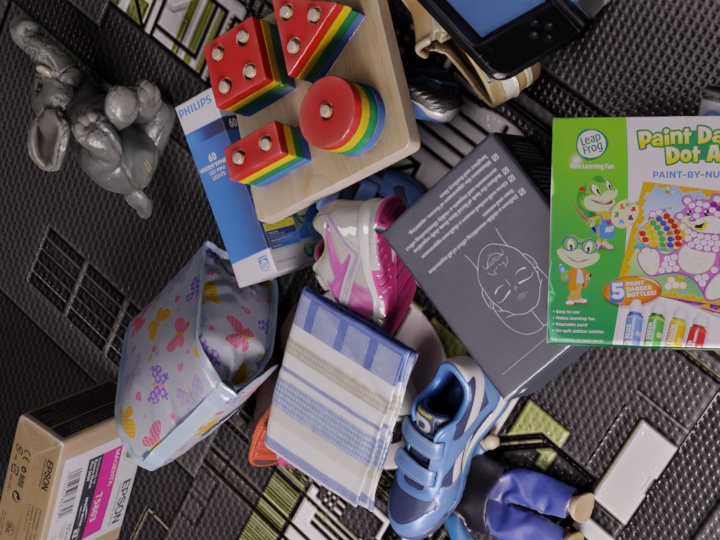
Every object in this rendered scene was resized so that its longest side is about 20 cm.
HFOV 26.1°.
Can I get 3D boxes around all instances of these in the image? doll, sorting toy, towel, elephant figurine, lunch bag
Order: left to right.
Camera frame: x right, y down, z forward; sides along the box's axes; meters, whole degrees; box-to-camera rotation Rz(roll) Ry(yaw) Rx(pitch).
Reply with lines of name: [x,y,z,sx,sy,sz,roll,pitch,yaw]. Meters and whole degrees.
elephant figurine: [-0.315,-0.176,1.751,0.199,0.141,0.156,20,83,31]
lunch bag: [-0.174,0.103,1.661,0.127,0.201,0.170,30,125,-23]
sorting toy: [-0.058,-0.177,1.510,0.198,0.069,0.202,-24,69,33]
towel: [-0.022,0.131,1.575,0.146,0.024,0.201,29,121,25]
doll: [0.131,0.234,1.563,0.199,0.048,0.138,16,94,33]

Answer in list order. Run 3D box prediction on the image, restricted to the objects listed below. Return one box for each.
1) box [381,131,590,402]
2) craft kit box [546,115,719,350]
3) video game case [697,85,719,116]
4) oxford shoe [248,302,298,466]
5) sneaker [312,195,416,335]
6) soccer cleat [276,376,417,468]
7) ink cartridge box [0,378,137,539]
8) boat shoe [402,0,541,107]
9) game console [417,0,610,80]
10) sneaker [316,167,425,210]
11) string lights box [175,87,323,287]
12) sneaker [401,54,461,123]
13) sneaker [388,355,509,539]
box: [0.146,-0.005,1.453,0.148,0.107,0.201,-41,75,20]
craft kit box: [0.261,-0.032,1.330,0.198,0.048,0.199,0,84,17]
video game case: [0.373,-0.049,1.350,0.199,0.025,0.182,19,110,31]
oxford shoe: [-0.079,0.127,1.693,0.073,0.071,0.201,56,130,44]
sneaker: [0.000,0.000,1.560,0.088,0.081,0.201,16,133,23]
soccer cleat: [-0.013,0.154,1.650,0.199,0.070,0.087,-26,63,38]
ink cartridge box: [-0.340,0.246,1.829,0.075,0.164,0.201,28,115,25]
boat shoe: [0.078,-0.234,1.473,0.200,0.076,0.072,45,165,20]
game console: [0.135,-0.304,1.412,0.200,0.175,0.117,49,151,17]
sneaker: [-0.014,-0.084,1.581,0.199,0.082,0.074,34,116,22]
string lights box: [-0.111,-0.093,1.634,0.059,0.102,0.201,-21,88,37]
sneaker: [0.021,-0.173,1.549,0.199,0.075,0.078,22,119,40]
sneaker: [0.072,0.170,1.535,0.074,0.082,0.201,29,97,39]
